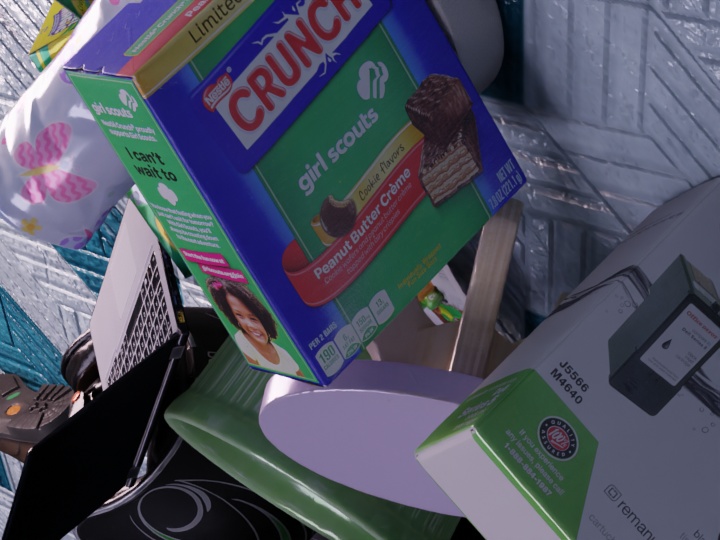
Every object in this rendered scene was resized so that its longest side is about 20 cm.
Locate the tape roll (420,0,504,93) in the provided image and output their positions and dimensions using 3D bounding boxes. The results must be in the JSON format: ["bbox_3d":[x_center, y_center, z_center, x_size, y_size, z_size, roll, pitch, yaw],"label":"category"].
[{"bbox_3d":[-0.009,-0.163,1.574,0.203,0.037,0.203,39,157,20],"label":"tape roll"}]

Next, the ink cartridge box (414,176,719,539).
[{"bbox_3d":[0.150,0.073,1.469,0.146,0.200,0.084,48,156,-4],"label":"ink cartridge box"}]

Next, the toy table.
[{"bbox_3d":[0.055,0.053,1.617,0.199,0.118,0.184,19,149,-8],"label":"toy table"}]

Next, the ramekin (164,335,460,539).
[{"bbox_3d":[-0.014,0.104,1.847,0.199,0.098,0.200,32,170,6],"label":"ramekin"}]

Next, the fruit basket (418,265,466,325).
[{"bbox_3d":[0.000,0.000,1.765,0.185,0.094,0.200,24,152,45],"label":"fruit basket"}]

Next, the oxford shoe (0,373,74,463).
[{"bbox_3d":[-0.292,0.143,2.569,0.200,0.073,0.085,13,142,55],"label":"oxford shoe"}]

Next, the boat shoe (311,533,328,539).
[{"bbox_3d":[-0.065,0.145,2.163,0.199,0.074,0.060,27,147,24],"label":"boat shoe"}]

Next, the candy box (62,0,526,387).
[{"bbox_3d":[-0.030,-0.073,1.490,0.077,0.169,0.200,7,136,53],"label":"candy box"}]

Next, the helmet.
[{"bbox_3d":[-0.104,0.122,2.028,0.190,0.201,0.200,27,176,-43],"label":"helmet"}]

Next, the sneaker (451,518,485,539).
[{"bbox_3d":[0.117,0.199,1.888,0.200,0.067,0.090,28,180,43],"label":"sneaker"}]

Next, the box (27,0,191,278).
[{"bbox_3d":[-0.136,-0.106,1.810,0.201,0.048,0.118,58,-161,-21],"label":"box"}]

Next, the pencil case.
[{"bbox_3d":[-0.143,-0.107,1.697,0.091,0.083,0.200,42,116,8],"label":"pencil case"}]

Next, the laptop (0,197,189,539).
[{"bbox_3d":[-0.183,0.070,1.843,0.188,0.115,0.201,115,146,-53],"label":"laptop"}]
